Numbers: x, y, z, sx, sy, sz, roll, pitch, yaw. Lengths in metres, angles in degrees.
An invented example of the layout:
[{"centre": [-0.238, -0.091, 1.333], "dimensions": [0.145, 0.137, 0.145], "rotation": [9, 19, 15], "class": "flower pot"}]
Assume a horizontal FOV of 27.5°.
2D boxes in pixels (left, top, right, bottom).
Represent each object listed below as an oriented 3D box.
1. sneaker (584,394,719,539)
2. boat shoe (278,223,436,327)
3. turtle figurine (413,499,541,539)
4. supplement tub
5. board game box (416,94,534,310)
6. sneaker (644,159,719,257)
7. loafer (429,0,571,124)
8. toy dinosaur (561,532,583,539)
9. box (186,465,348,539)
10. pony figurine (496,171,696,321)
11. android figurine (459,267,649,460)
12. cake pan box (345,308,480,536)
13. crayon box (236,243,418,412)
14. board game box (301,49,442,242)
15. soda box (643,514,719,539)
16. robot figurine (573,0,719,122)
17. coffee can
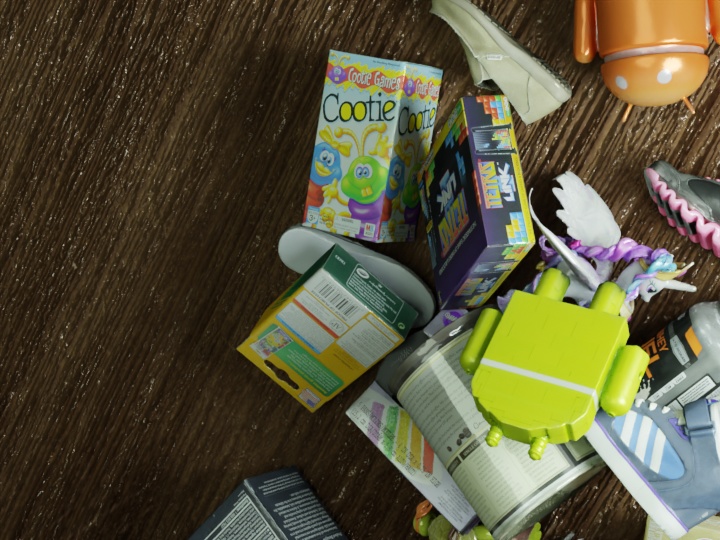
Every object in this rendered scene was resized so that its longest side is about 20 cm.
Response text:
[{"centre": [0.300, 0.145, 1.434], "dimensions": [0.146, 0.081, 0.201], "rotation": [-40, 69, 6], "class": "sneaker"}, {"centre": [0.000, 0.000, 1.718], "dimensions": [0.198, 0.070, 0.072], "rotation": [24, 110, 3], "class": "boat shoe"}, {"centre": [0.121, 0.294, 1.665], "dimensions": [0.160, 0.064, 0.203], "rotation": [14, 98, 27], "class": "turtle figurine"}, {"centre": [0.337, 0.117, 1.512], "dimensions": [0.200, 0.122, 0.123], "rotation": [-42, 73, 22], "class": "supplement tub"}, {"centre": [0.118, -0.068, 1.574], "dimensions": [0.056, 0.200, 0.168], "rotation": [-3, 70, -13], "class": "board game box"}, {"centre": [0.386, -0.063, 1.520], "dimensions": [0.199, 0.079, 0.096], "rotation": [39, 86, 21], "class": "sneaker"}, {"centre": [0.143, -0.238, 1.631], "dimensions": [0.200, 0.075, 0.069], "rotation": [44, 104, 19], "class": "loafer"}, {"centre": [0.222, 0.385, 1.574], "dimensions": [0.104, 0.200, 0.182], "rotation": [33, 139, 7], "class": "toy dinosaur"}, {"centre": [-0.110, 0.379, 1.758], "dimensions": [0.200, 0.123, 0.199], "rotation": [-46, 70, 23], "class": "box"}, {"centre": [0.234, 0.006, 1.562], "dimensions": [0.193, 0.166, 0.200], "rotation": [44, 122, 8], "class": "pony figurine"}, {"centre": [0.184, 0.092, 1.433], "dimensions": [0.180, 0.041, 0.201], "rotation": [13, 60, 25], "class": "android figurine"}, {"centre": [0.108, 0.159, 1.644], "dimensions": [0.184, 0.052, 0.200], "rotation": [-44, 71, -2], "class": "cake pan box"}, {"centre": [-0.041, 0.069, 1.701], "dimensions": [0.125, 0.052, 0.200], "rotation": [40, 134, -9], "class": "crayon box"}, {"centre": [0.014, -0.142, 1.687], "dimensions": [0.104, 0.103, 0.203], "rotation": [13, 98, 27], "class": "board game box"}, {"centre": [0.394, 0.298, 1.517], "dimensions": [0.198, 0.068, 0.065], "rotation": [11, 97, 27], "class": "soda box"}, {"centre": [0.303, -0.259, 1.522], "dimensions": [0.142, 0.117, 0.203], "rotation": [-3, 90, -15], "class": "robot figurine"}, {"centre": [0.142, 0.159, 1.532], "dimensions": [0.146, 0.146, 0.201], "rotation": [-42, 71, 22], "class": "coffee can"}]
